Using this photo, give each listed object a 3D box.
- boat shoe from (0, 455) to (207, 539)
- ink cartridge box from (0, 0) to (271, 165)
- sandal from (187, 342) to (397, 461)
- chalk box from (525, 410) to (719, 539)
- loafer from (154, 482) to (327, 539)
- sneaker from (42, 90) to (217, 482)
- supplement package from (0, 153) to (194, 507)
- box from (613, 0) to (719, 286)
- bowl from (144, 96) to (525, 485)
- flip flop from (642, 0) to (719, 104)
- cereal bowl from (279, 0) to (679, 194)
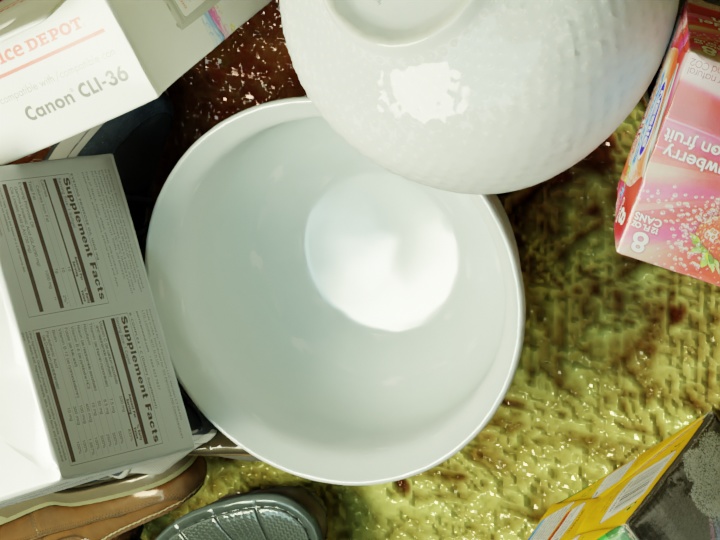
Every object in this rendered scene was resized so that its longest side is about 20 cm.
[{"bbox_3d":[-0.149,0.138,1.637,0.200,0.072,0.068,-15,108,46],"label":"boat shoe"},{"bbox_3d":[-0.125,-0.116,1.394,0.116,0.200,0.068,-21,105,36],"label":"ink cartridge box"},{"bbox_3d":[-0.062,0.061,1.551,0.199,0.055,0.082,4,85,22],"label":"sandal"},{"bbox_3d":[0.174,0.199,1.452,0.124,0.124,0.200,-35,95,37],"label":"chalk box"},{"bbox_3d":[-0.088,0.167,1.624,0.072,0.063,0.200,48,124,-7],"label":"loafer"},{"bbox_3d":[-0.116,0.014,1.501,0.146,0.077,0.203,36,105,24],"label":"sneaker"},{"bbox_3d":[-0.207,0.046,1.443,0.199,0.111,0.156,-19,85,33],"label":"supplement package"},{"bbox_3d":[0.220,-0.034,1.272,0.199,0.096,0.100,19,111,-1],"label":"box"},{"bbox_3d":[0.000,0.000,1.450,0.200,0.090,0.202,7,109,21],"label":"bowl"},{"bbox_3d":[0.158,-0.093,1.340,0.081,0.058,0.201,-11,110,33],"label":"flip flop"},{"bbox_3d":[0.041,-0.138,1.305,0.199,0.083,0.201,-5,80,32],"label":"cereal bowl"}]
